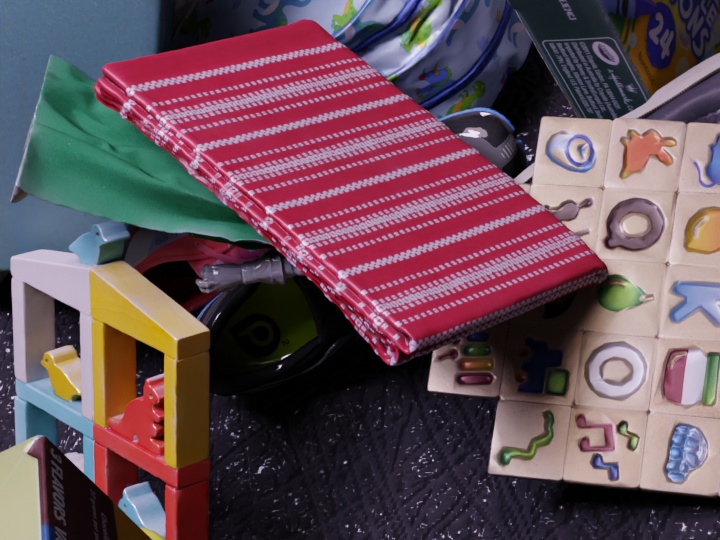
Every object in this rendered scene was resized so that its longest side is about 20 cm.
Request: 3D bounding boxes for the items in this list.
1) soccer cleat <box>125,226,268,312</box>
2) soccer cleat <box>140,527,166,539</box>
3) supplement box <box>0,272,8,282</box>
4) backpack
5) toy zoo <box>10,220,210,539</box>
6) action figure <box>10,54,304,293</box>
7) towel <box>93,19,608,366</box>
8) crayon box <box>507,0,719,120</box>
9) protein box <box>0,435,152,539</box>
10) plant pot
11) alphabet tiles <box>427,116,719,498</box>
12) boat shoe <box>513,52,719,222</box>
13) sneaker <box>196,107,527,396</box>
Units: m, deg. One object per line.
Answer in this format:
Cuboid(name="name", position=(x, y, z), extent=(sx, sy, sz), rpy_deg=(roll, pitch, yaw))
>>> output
Cuboid(name="soccer cleat", position=(-0.052, -0.029, 1.042), extent=(0.199, 0.068, 0.074), rpy_deg=(-31, 34, 37))
Cuboid(name="soccer cleat", position=(-0.159, 0.175, 0.928), extent=(0.199, 0.084, 0.065), rpy_deg=(-30, 81, 30))
Cuboid(name="supplement box", position=(-0.183, -0.089, 1.159), extent=(0.073, 0.126, 0.201), rpy_deg=(36, 73, 1))
Cuboid(name="backpack", position=(-0.007, -0.129, 1.086), extent=(0.199, 0.154, 0.164), rpy_deg=(20, 61, 32))
Cuboid(name="toy zoo", position=(-0.116, 0.074, 0.950), extent=(0.020, 0.202, 0.131), rpy_deg=(-16, 27, -39))
Cuboid(name="action figure", position=(-0.052, -0.029, 0.918), extent=(0.119, 0.198, 0.055), rpy_deg=(-87, 18, -54))
Cuboid(name="towel", position=(-0.005, -0.040, 0.890), extent=(0.200, 0.023, 0.144), rpy_deg=(41, 38, 25))
Cuboid(name="crayon box", position=(0.146, -0.170, 1.011), extent=(0.051, 0.126, 0.201), rpy_deg=(1, 55, 34))
Cuboid(name="protein box", position=(-0.152, 0.207, 0.833), extent=(0.197, 0.200, 0.136), rpy_deg=(-25, 44, 14))
Cuboid(name="plant pot", position=(-0.159, -0.106, 1.009), extent=(0.140, 0.202, 0.141), rpy_deg=(2, 13, -4))
Cuboid(name="alphabet tiles", position=(0.131, 0.014, 0.893), extent=(0.198, 0.006, 0.168), rpy_deg=(4, 72, 18))
Cuboid(name="boat shoe", position=(0.125, -0.025, 0.942), extent=(0.199, 0.073, 0.063), rpy_deg=(-37, 39, -6))
Cuboid(name="sneaker", position=(-0.001, 0.000, 0.989), extent=(0.199, 0.071, 0.083), rpy_deg=(-36, 6, 10))
